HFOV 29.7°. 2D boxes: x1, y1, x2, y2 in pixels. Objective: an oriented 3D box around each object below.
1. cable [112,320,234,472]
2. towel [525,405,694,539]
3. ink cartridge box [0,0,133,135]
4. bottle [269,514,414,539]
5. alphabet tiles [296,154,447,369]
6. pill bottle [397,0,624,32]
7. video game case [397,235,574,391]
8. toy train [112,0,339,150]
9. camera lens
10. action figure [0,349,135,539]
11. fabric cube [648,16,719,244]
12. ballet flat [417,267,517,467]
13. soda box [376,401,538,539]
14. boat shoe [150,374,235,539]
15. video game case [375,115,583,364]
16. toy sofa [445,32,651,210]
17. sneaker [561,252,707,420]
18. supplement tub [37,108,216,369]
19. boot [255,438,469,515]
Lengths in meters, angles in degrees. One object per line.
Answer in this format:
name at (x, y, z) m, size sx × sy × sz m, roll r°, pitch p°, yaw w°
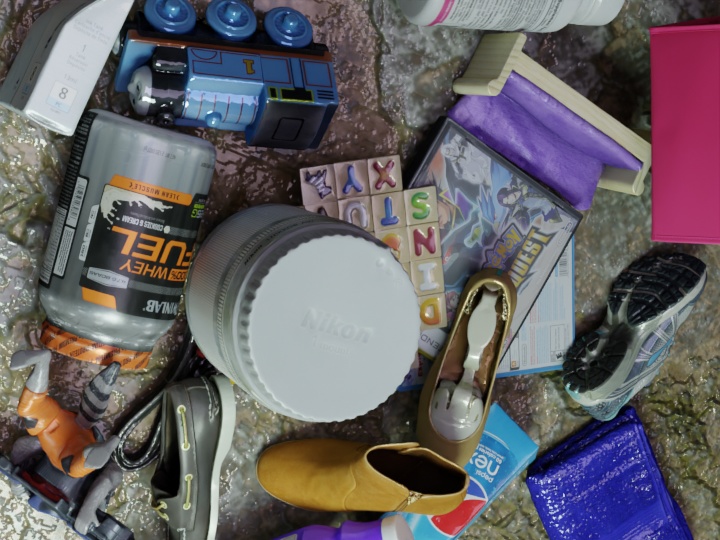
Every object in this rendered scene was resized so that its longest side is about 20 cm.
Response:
cable at (-0.153, 0.098, 1.226) m, size 0.200 × 0.050 × 0.098 m, roll -41°, pitch 122°, yaw -12°
towel at (0.268, 0.259, 1.420) m, size 0.147 × 0.049 × 0.202 m, roll -32°, pitch 109°, yaw -14°
ink cartridge box at (-0.224, -0.212, 1.091) m, size 0.047 × 0.160 × 0.202 m, roll 24°, pitch 90°, yaw -24°
bottle at (-0.045, 0.279, 1.248) m, size 0.198 × 0.066 × 0.084 m, roll -22°, pitch 114°, yaw 17°
alphabet tiles at (0.000, 0.000, 1.249) m, size 0.164 × 0.006 × 0.203 m, roll -9°, pitch 100°, yaw -20°
pill bottle at (0.140, -0.278, 1.246) m, size 0.197 × 0.113 × 0.115 m, roll -1°, pitch 99°, yaw -21°
video game case at (0.122, 0.036, 1.343) m, size 0.197 × 0.018 × 0.146 m, roll -6°, pitch 102°, yaw -20°
toy train at (-0.114, -0.169, 1.159) m, size 0.197 × 0.087 × 0.116 m, roll 3°, pitch 56°, yaw -22°
camera lens at (-0.052, 0.032, 1.122) m, size 0.158 × 0.200 × 0.163 m, roll -3°, pitch 99°, yaw -20°
action figure at (-0.224, 0.167, 1.151) m, size 0.199 × 0.194 × 0.105 m, roll 35°, pitch 60°, yaw 12°
fabric cube at (0.395, -0.139, 1.288) m, size 0.199 × 0.194 × 0.203 m, roll -21°, pitch 109°, yaw -56°
ballet flat at (0.096, 0.094, 1.266) m, size 0.068 × 0.063 × 0.203 m, roll 14°, pitch 90°, yaw 4°
soda box at (0.082, 0.225, 1.321) m, size 0.064 × 0.068 × 0.200 m, roll 43°, pitch 80°, yaw 14°
boat shoe at (-0.159, 0.185, 1.217) m, size 0.060 × 0.072 × 0.204 m, roll 0°, pitch 115°, yaw -26°
video game case at (0.097, -0.014, 1.302) m, size 0.180 × 0.025 × 0.202 m, roll 32°, pitch 86°, yaw -22°
toy sofa at (0.185, -0.136, 1.304) m, size 0.199 × 0.083 × 0.099 m, roll 31°, pitch 86°, yaw -23°
sneaker at (0.285, 0.067, 1.393) m, size 0.200 × 0.077 × 0.087 m, roll -46°, pitch 134°, yaw -11°
supplement tub at (-0.201, -0.026, 1.152) m, size 0.121 × 0.122 × 0.203 m, roll 13°, pitch 95°, yaw -22°
boot at (-0.001, 0.178, 1.224) m, size 0.198 × 0.144 × 0.072 m, roll 9°, pitch 72°, yaw 3°
